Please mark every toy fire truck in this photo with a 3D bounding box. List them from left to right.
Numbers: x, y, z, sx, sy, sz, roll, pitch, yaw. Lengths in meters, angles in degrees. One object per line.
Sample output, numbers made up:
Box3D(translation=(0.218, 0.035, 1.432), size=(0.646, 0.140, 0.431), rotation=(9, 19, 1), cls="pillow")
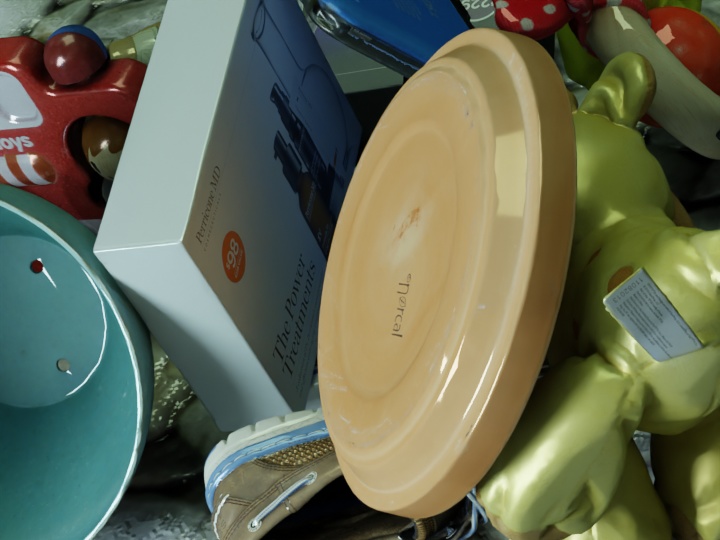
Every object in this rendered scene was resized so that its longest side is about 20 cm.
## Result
Box3D(translation=(-0.159, -0.063, 1.072), size=(0.200, 0.168, 0.112), rotation=(-1, 48, 32), cls="toy fire truck")

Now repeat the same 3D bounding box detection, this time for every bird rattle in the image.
Box3D(translation=(0.151, -0.130, 1.004), size=(0.113, 0.163, 0.200), rotation=(-43, -13, 13), cls="bird rattle")

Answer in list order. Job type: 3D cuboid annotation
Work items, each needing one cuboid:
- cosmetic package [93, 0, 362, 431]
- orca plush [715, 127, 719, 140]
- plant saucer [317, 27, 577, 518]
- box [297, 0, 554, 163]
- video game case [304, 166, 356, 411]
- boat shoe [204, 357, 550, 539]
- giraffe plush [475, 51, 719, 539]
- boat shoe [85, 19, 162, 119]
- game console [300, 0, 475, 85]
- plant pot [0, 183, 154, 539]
Box3D(translation=(-0.059, -0.044, 0.954), size=(0.052, 0.151, 0.200), rotation=(-7, 51, 22), cls="cosmetic package")
Box3D(translation=(0.202, 0.003, 0.885), size=(0.071, 0.105, 0.200), rotation=(-47, 40, 25), cls="orca plush")
Box3D(translation=(0.026, -0.001, 0.773), size=(0.032, 0.200, 0.200), rotation=(12, 25, -20), cls="plant saucer")
Box3D(translation=(0.014, -0.144, 1.166), size=(0.200, 0.079, 0.141), rotation=(-7, 60, 19), cls="box")
Box3D(translation=(0.000, 0.000, 1.052), size=(0.143, 0.018, 0.200), rotation=(-21, 31, -3), cls="video game case")
Box3D(translation=(0.029, 0.089, 0.859), size=(0.200, 0.072, 0.072), rotation=(-23, 39, 7), cls="boat shoe")
Box3D(translation=(0.102, 0.010, 0.782), size=(0.172, 0.200, 0.162), rotation=(-24, 46, -3), cls="giraffe plush")
Box3D(translation=(-0.151, -0.110, 1.173), size=(0.076, 0.072, 0.200), rotation=(-8, -11, -21), cls="boat shoe")
Box3D(translation=(0.007, -0.088, 0.972), size=(0.118, 0.171, 0.200), rotation=(-57, 26, 18), cls="game console")
Box3D(translation=(-0.188, 0.041, 0.950), size=(0.200, 0.200, 0.135), rotation=(-12, 12, 12), cls="plant pot")
